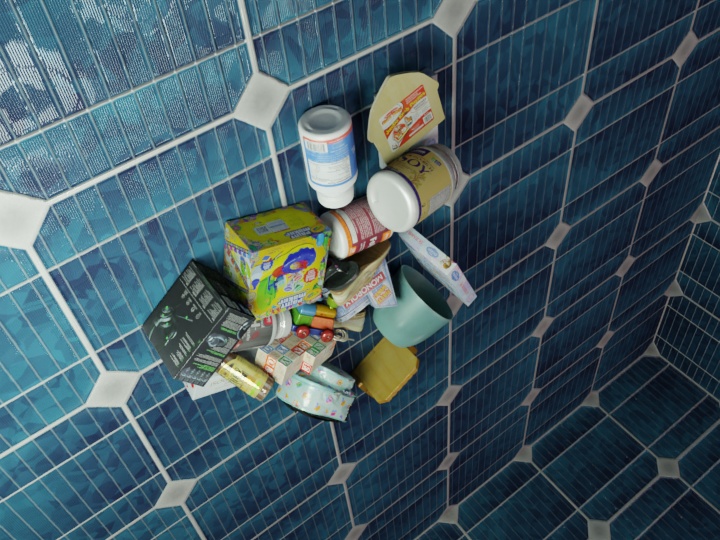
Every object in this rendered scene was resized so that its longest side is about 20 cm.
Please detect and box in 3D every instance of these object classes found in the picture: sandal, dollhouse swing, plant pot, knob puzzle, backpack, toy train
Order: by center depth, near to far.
[{"bbox_3d":[0.087,-0.350,1.514,0.217,0.030,0.222,-25,139,-23],"label":"knob puzzle"},{"bbox_3d":[-0.079,0.004,1.619,0.048,0.199,0.076,40,65,-34],"label":"sandal"},{"bbox_3d":[-0.075,0.107,1.707,0.198,0.085,0.117,13,113,-34],"label":"toy train"},{"bbox_3d":[-0.122,0.317,1.874,0.199,0.175,0.155,14,96,-49],"label":"backpack"},{"bbox_3d":[0.130,0.113,1.928,0.161,0.202,0.200,-45,146,17],"label":"plant pot"},{"bbox_3d":[0.102,0.310,2.089,0.200,0.176,0.182,-46,144,-2],"label":"dollhouse swing"}]

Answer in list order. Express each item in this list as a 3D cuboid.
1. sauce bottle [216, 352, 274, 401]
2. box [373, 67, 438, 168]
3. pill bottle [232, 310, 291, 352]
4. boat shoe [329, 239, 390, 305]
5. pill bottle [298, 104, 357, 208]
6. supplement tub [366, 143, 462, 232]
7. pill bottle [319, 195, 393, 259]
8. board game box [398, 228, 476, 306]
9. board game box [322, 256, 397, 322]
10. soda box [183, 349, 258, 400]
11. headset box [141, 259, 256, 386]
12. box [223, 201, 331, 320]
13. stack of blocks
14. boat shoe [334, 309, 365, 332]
[{"bbox_3d":[-0.294,0.225,1.615,0.065,0.199,0.065,-54,-172,11],"label":"sauce bottle"},{"bbox_3d":[0.108,-0.340,1.604,0.155,0.041,0.202,-30,142,-21],"label":"box"},{"bbox_3d":[-0.259,0.125,1.606,0.198,0.111,0.112,-5,127,-43],"label":"pill bottle"},{"bbox_3d":[0.000,0.000,1.680,0.200,0.071,0.065,-43,143,-22],"label":"boat shoe"},{"bbox_3d":[-0.063,-0.234,1.470,0.111,0.112,0.202,-31,142,-20],"label":"pill bottle"},{"bbox_3d":[0.126,-0.193,1.589,0.199,0.145,0.147,-36,145,-35],"label":"supplement tub"},{"bbox_3d":[0.009,-0.112,1.653,0.198,0.114,0.115,-25,139,-27],"label":"pill bottle"},{"bbox_3d":[0.208,-0.014,1.874,0.041,0.200,0.200,-45,145,-3],"label":"board game box"},{"bbox_3d":[0.001,0.037,1.761,0.199,0.062,0.201,-37,116,-13],"label":"board game box"},{"bbox_3d":[-0.322,0.240,1.684,0.198,0.064,0.069,-13,140,-37],"label":"soda box"},{"bbox_3d":[-0.343,0.115,1.457,0.201,0.174,0.092,-52,143,6],"label":"headset box"},{"bbox_3d":[-0.186,-0.019,1.537,0.198,0.122,0.195,-19,137,-33],"label":"box"},{"bbox_3d":[-0.156,0.199,1.716,0.200,0.114,0.059,-35,150,-56],"label":"stack of blocks"},{"bbox_3d":[-0.062,0.112,1.837,0.199,0.074,0.067,15,98,-50],"label":"boat shoe"}]
